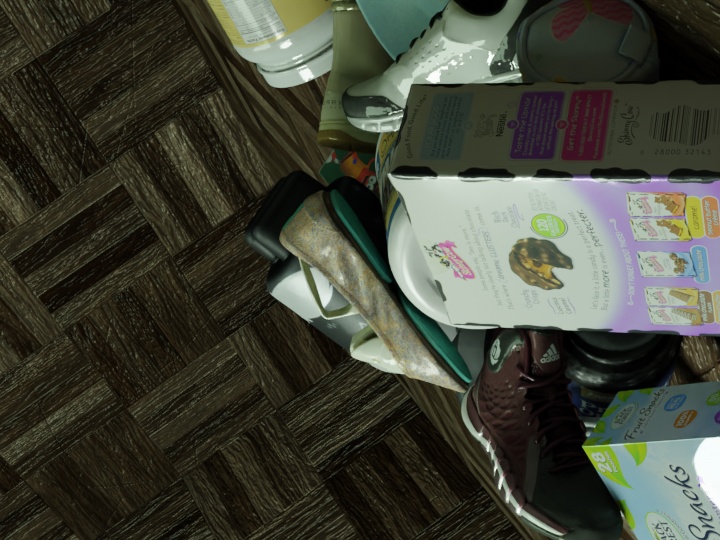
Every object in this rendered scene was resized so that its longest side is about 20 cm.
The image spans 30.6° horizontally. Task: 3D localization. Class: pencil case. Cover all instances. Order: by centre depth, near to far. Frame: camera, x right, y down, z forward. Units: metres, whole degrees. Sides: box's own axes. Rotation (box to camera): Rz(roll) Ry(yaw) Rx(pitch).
[{"bbox_3d":[0.157,-0.085,0.847,0.090,0.083,0.201,32,161,35],"label":"pencil case"}]

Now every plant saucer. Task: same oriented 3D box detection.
[{"bbox_3d":[0.037,-0.248,1.019,0.202,0.038,0.202,56,161,29],"label":"plant saucer"}]

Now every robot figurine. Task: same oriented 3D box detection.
[{"bbox_3d":[0.001,-0.001,1.126,0.199,0.125,0.151,36,-153,-10],"label":"robot figurine"}]

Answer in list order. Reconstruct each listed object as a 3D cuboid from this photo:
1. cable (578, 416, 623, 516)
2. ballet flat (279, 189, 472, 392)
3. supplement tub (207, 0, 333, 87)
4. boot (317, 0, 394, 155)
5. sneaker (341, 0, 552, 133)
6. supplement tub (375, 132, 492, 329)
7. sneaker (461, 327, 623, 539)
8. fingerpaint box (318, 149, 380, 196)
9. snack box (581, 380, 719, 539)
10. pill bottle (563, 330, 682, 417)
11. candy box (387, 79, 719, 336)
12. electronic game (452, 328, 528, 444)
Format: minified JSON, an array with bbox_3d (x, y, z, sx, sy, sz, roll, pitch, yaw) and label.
[{"bbox_3d":[0.240,0.164,1.060,0.198,0.070,0.200,6,167,15],"label":"cable"},{"bbox_3d":[0.008,0.028,1.017,0.201,0.067,0.068,53,-168,-15],"label":"ballet flat"},{"bbox_3d":[-0.090,-0.303,1.333,0.201,0.145,0.145,59,173,-30],"label":"supplement tub"},{"bbox_3d":[0.048,-0.180,1.181,0.072,0.198,0.157,2,90,52],"label":"boot"},{"bbox_3d":[0.066,-0.154,0.943,0.198,0.074,0.081,-13,108,35],"label":"sneaker"},{"bbox_3d":[0.086,-0.065,1.036,0.145,0.144,0.201,59,-167,-31],"label":"supplement tub"},{"bbox_3d":[0.135,0.104,0.965,0.200,0.075,0.117,-130,44,-54],"label":"sneaker"},{"bbox_3d":[0.079,-0.049,1.306,0.199,0.074,0.167,22,-160,-45],"label":"fingerpaint box"},{"bbox_3d":[0.271,0.155,0.865,0.199,0.068,0.169,-14,114,50],"label":"snack box"},{"bbox_3d":[0.205,0.057,1.077,0.112,0.111,0.200,53,174,23],"label":"pill bottle"},{"bbox_3d":[0.135,-0.034,0.789,0.168,0.198,0.072,64,-145,-53],"label":"candy box"},{"bbox_3d":[0.164,0.084,1.200,0.041,0.200,0.201,-12,115,56],"label":"electronic game"}]
